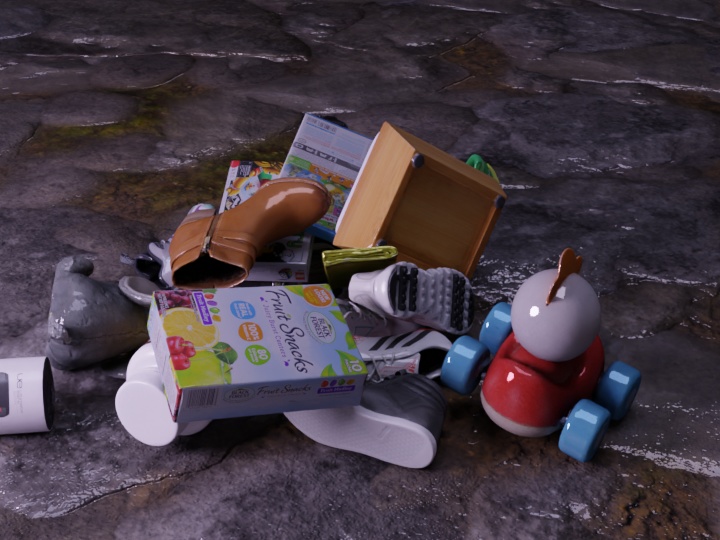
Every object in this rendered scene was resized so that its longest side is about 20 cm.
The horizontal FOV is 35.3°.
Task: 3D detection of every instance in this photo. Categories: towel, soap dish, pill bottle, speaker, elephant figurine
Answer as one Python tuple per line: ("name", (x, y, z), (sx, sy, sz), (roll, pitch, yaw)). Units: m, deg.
("towel", (0.000, 0.000, 1.327), (0.084, 0.018, 0.200), (-4, -9, 0))
("soap dish", (0.078, -0.068, 1.376), (0.198, 0.160, 0.081), (22, 5, -37))
("pill bottle", (-0.182, 0.104, 1.238), (0.107, 0.111, 0.200), (11, 30, 19))
("speaker", (-0.428, 0.137, 1.204), (0.196, 0.083, 0.082), (-2, 28, -7))
("elephant figurine", (-0.260, 0.059, 1.314), (0.196, 0.142, 0.157), (9, 52, -16))

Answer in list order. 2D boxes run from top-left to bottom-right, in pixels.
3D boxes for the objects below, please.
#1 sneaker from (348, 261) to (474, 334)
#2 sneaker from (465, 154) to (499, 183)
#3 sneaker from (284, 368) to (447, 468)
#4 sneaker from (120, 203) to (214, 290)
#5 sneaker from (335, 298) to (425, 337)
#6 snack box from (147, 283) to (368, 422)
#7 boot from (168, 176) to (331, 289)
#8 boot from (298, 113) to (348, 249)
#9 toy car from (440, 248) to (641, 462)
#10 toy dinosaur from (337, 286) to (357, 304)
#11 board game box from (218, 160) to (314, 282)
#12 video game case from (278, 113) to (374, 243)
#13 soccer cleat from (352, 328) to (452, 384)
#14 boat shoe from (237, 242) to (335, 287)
("sneaker", (0.065, 0.031, 1.334), (0.080, 0.077, 0.198), (-2, -14, 40))
("sneaker", (0.084, -0.096, 1.489), (0.197, 0.084, 0.074), (-26, 34, 5))
("sneaker", (0.005, 0.142, 1.222), (0.197, 0.072, 0.099), (18, 30, 18))
("sneaker", (-0.253, -0.027, 1.514), (0.137, 0.079, 0.201), (-6, 29, -14))
("sneaker", (-0.004, 0.073, 1.335), (0.197, 0.082, 0.070), (-15, 30, -30))
("snack box", (-0.107, 0.080, 1.158), (0.196, 0.054, 0.143), (-1, 41, -23))
("boot", (-0.129, -0.041, 1.316), (0.196, 0.078, 0.156), (-9, 24, 1))
("boot", (-0.057, -0.112, 1.580), (0.075, 0.171, 0.201), (2, 28, 6))
("toy car", (0.210, 0.060, 1.204), (0.182, 0.203, 0.176), (28, 36, 23))
("toy dinosaur", (0.012, 0.030, 1.454), (0.086, 0.048, 0.201), (0, 24, 12))
("board game box", (-0.119, -0.066, 1.454), (0.124, 0.035, 0.202), (1, 44, 3))
("video game case", (-0.032, -0.116, 1.470), (0.141, 0.018, 0.202), (21, 45, -4))
("soccer cleat", (0.025, 0.109, 1.278), (0.197, 0.070, 0.085), (-9, 17, -27))
("boat shoe", (-0.095, 0.011, 1.440), (0.198, 0.075, 0.064), (-24, 20, -33))
